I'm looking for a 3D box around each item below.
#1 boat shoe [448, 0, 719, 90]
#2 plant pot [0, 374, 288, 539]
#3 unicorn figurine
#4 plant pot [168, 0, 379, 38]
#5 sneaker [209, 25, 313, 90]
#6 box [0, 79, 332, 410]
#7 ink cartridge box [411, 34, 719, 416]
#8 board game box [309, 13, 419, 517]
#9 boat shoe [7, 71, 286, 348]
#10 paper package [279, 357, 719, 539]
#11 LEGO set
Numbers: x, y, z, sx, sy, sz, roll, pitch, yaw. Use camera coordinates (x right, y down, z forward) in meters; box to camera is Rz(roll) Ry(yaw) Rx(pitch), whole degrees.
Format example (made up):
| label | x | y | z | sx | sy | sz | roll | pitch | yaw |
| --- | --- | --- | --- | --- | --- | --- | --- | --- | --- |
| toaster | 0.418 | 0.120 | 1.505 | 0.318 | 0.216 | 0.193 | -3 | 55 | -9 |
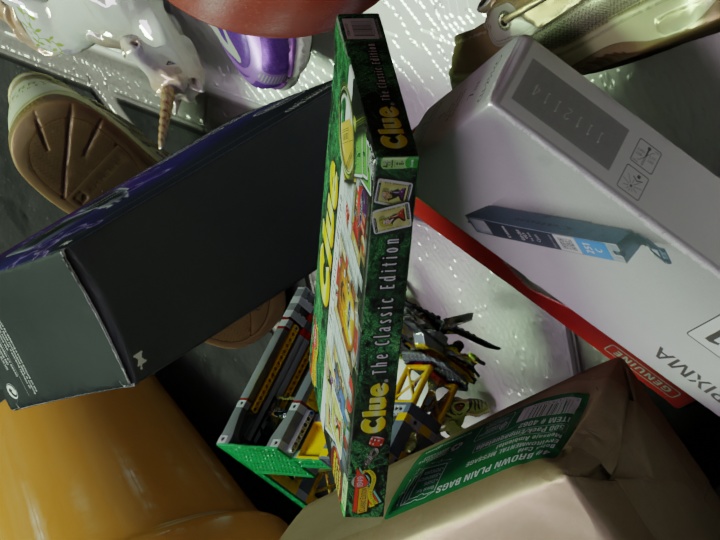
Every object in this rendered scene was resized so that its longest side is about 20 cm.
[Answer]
| label | x | y | z | sx | sy | sz | roll | pitch | yaw |
| --- | --- | --- | --- | --- | --- | --- | --- | --- | --- |
| boat shoe | 0.101 | -0.117 | 1.137 | 0.200 | 0.073 | 0.063 | -14 | 92 | 60 |
| plant pot | -0.148 | 0.163 | 1.648 | 0.184 | 0.199 | 0.200 | 63 | 153 | 23 |
| unicorn figurine | -0.147 | -0.149 | 1.471 | 0.138 | 0.074 | 0.200 | 57 | 165 | -18 |
| plant pot | -0.020 | -0.201 | 1.132 | 0.201 | 0.200 | 0.195 | 53 | 158 | 7 |
| sneaker | -0.100 | -0.166 | 1.364 | 0.200 | 0.083 | 0.081 | 53 | 149 | 7 |
| box | -0.085 | -0.015 | 1.365 | 0.141 | 0.200 | 0.079 | -10 | 109 | 57 |
| ink cartridge box | 0.102 | -0.001 | 1.191 | 0.200 | 0.045 | 0.176 | 36 | 151 | -11 |
| board game box | 0.000 | 0.000 | 1.191 | 0.105 | 0.023 | 0.201 | -101 | 13 | -51 |
| boat shoe | -0.114 | -0.036 | 1.490 | 0.200 | 0.073 | 0.063 | 47 | -172 | -31 |
| paper package | 0.077 | 0.168 | 1.259 | 0.199 | 0.104 | 0.191 | -26 | 109 | 32 |
| LEGO set | 0.031 | 0.073 | 1.404 | 0.153 | 0.116 | 0.200 | 35 | 160 | -21 |
